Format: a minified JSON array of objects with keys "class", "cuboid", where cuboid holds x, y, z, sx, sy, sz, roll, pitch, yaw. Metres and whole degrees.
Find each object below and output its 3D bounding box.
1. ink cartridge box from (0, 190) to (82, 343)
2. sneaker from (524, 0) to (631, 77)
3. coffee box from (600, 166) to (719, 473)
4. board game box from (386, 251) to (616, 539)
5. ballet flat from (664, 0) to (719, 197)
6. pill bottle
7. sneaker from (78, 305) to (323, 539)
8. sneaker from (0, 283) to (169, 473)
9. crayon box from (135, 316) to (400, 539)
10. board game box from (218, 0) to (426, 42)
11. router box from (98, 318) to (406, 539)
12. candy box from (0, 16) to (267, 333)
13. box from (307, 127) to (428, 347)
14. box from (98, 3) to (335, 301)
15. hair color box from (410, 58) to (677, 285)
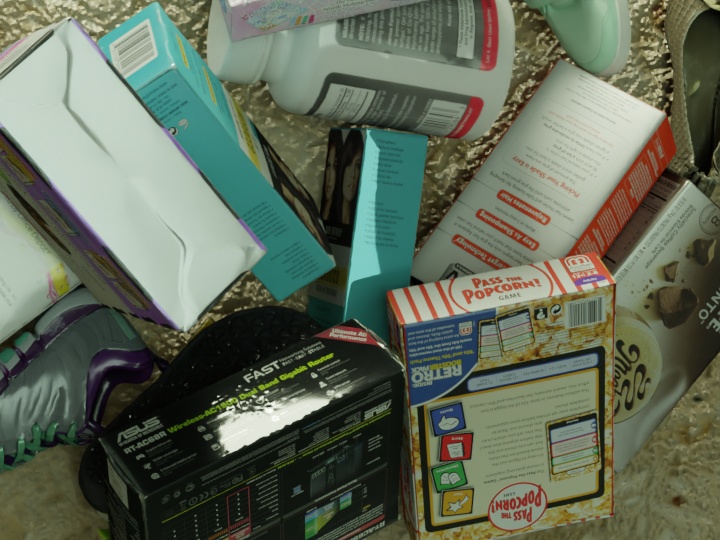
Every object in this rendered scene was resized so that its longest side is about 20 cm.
[{"class":"ink cartridge box","cuboid":[-0.241,-0.045,1.073,0.199,0.086,0.148,-37,106,-15]},{"class":"sneaker","cuboid":[0.114,-0.219,1.175,0.118,0.074,0.202,-29,95,-37]},{"class":"coffee box","cuboid":[0.207,0.034,1.227,0.113,0.080,0.200,39,92,-18]},{"class":"board game box","cuboid":[0.100,0.096,1.134,0.150,0.046,0.201,-10,122,-9]},{"class":"ballet flat","cuboid":[0.267,-0.145,1.266,0.067,0.046,0.202,7,93,-20]},{"class":"pill bottle","cuboid":[-0.002,-0.158,1.133,0.198,0.111,0.112,7,92,-19]},{"class":"sneaker","cuboid":[-0.104,0.104,1.102,0.199,0.072,0.083,-37,139,-12]},{"class":"sneaker","cuboid":[-0.222,0.102,1.083,0.087,0.074,0.200,42,79,17]},{"class":"crayon box","cuboid":[-0.084,0.142,1.164,0.200,0.052,0.126,45,80,-18]},{"class":"board game box","cuboid":[-0.015,-0.262,1.088,0.197,0.043,0.201,-14,64,-9]},{"class":"router box","cuboid":[-0.066,0.137,1.057,0.199,0.062,0.151,-24,136,-26]},{"class":"candy box","cuboid":[-0.159,-0.055,0.950,0.072,0.200,0.168,-44,107,-13]},{"class":"box","cuboid":[0.000,0.000,1.165,0.049,0.082,0.202,6,92,-20]},{"class":"box","cuboid":[-0.093,-0.075,1.077,0.049,0.083,0.200,-31,130,9]},{"class":"hair color box","cuboid":[0.134,-0.045,1.194,0.201,0.101,0.061,-53,151,-8]}]
